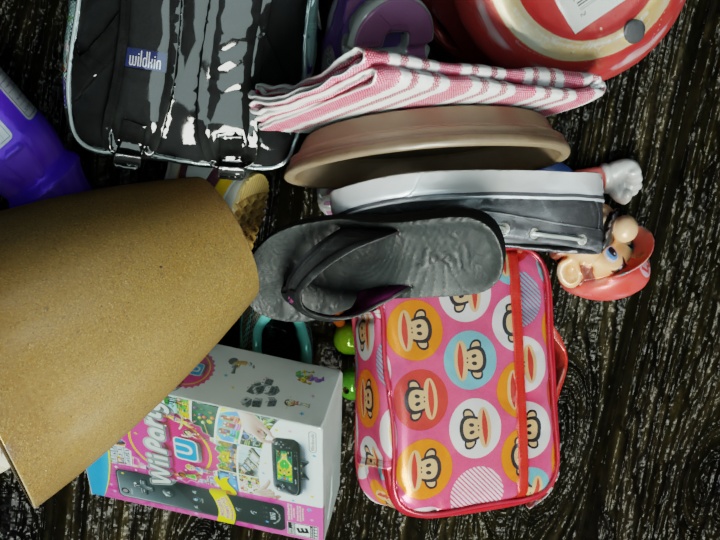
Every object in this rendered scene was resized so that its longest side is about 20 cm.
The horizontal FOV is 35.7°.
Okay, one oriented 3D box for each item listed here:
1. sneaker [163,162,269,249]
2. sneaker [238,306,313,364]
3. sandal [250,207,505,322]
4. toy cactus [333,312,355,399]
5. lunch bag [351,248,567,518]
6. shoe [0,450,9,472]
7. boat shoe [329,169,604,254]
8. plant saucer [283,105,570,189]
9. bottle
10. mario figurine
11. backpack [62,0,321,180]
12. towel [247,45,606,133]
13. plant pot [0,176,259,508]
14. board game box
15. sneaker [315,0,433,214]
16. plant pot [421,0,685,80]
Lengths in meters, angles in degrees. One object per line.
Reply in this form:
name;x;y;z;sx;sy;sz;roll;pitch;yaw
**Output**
sneaker;-0.141;-0.010;0.882;0.089;0.075;0.202;32;116;15
sneaker;-0.071;0.092;0.911;0.076;0.091;0.204;-5;109;-8
sandal;0.000;-0.001;0.765;0.197;0.048;0.076;-11;114;24
toy cactus;0.055;0.062;0.934;0.163;0.102;0.203;-24;101;-13
lunch bag;0.083;0.081;0.858;0.173;0.082;0.204;-2;88;-23
shoe;-0.266;0.093;0.893;0.070;0.053;0.201;37;98;-19
boat shoe;0.076;-0.033;0.796;0.196;0.072;0.069;-1;86;-5
plant saucer;0.044;-0.082;0.769;0.196;0.200;0.030;-5;87;-9
bottle;-0.263;-0.101;0.815;0.065;0.083;0.201;-40;112;-6
mario figurine;0.173;-0.058;0.903;0.200;0.106;0.124;43;94;-19
backpack;-0.112;-0.184;0.779;0.174;0.151;0.204;6;112;-6
towel;0.043;-0.114;0.726;0.197;0.145;0.031;-2;87;-35
plant pot;-0.174;0.021;0.746;0.198;0.186;0.189;-30;112;-20
board game box;-0.116;0.126;0.866;0.196;0.065;0.149;11;133;10
sneaker;-0.001;-0.135;0.862;0.079;0.089;0.203;-10;133;-25
plant pot;0.133;-0.233;0.798;0.196;0.183;0.204;-4;108;-12
